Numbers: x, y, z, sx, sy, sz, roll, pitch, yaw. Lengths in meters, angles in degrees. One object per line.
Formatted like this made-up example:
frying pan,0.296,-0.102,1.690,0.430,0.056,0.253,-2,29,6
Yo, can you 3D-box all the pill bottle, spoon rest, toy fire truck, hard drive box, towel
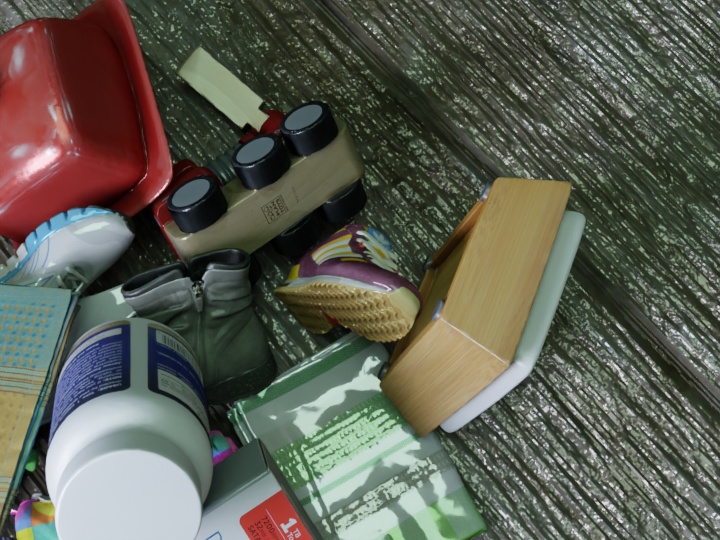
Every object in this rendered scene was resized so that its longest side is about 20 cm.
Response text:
pill bottle,-0.163,0.121,0.827,0.113,0.200,0.118,-3,110,-9
spoon rest,-0.235,0.056,0.989,0.198,0.061,0.100,-30,73,-11
toy fire truck,-0.116,-0.100,1.029,0.175,0.130,0.200,-35,35,-12
hard drive box,-0.116,0.250,0.869,0.198,0.077,0.157,-33,103,-4
towel,-0.303,0.099,0.867,0.144,0.022,0.203,7,63,9
towel,-0.004,0.161,0.969,0.148,0.031,0.202,-29,73,-9

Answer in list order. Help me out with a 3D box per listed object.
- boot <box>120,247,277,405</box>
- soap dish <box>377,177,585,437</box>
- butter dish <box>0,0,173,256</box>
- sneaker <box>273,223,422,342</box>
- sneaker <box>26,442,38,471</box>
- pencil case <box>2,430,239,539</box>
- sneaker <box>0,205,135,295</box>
boot,-0.170,0.060,0.945,0.197,0.132,0.068,-23,33,-10
soap dish,0.089,0.029,0.915,0.080,0.200,0.159,26,64,-4
butter dish,-0.279,-0.122,0.975,0.198,0.147,0.203,-30,69,28
sneaker,0.000,0.000,0.945,0.075,0.199,0.091,45,70,-22
sneaker,-0.344,0.179,0.924,0.199,0.078,0.086,-39,77,1
pencil case,-0.180,0.193,0.929,0.197,0.089,0.090,-18,71,-9
sneaker,-0.260,0.027,0.948,0.198,0.075,0.087,-33,59,7
